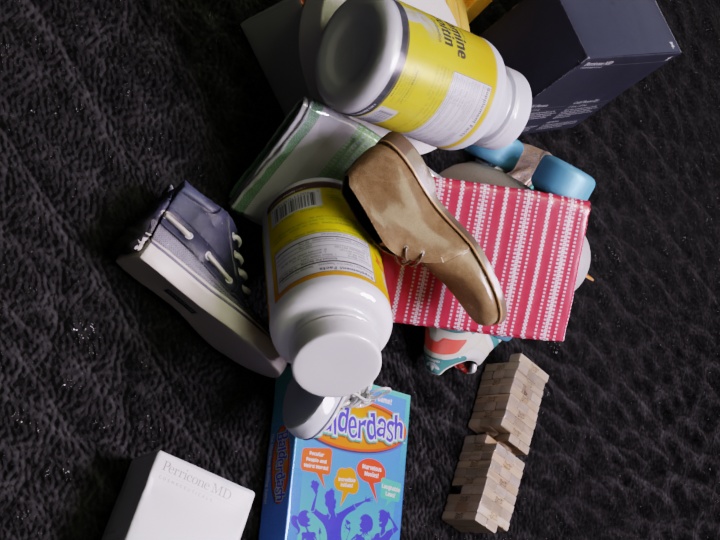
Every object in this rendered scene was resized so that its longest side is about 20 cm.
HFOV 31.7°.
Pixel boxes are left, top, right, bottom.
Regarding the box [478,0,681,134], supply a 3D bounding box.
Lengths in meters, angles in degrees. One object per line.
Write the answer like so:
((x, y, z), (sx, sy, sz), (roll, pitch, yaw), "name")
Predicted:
((0.235, -0.247, 1.473), (0.199, 0.182, 0.105), (-13, 75, -46), "box")

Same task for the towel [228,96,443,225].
((-0.010, -0.065, 1.221), (0.199, 0.149, 0.031), (30, 34, -19), "towel")

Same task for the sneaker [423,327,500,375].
((0.129, 0.061, 1.417), (0.199, 0.070, 0.094), (-17, 127, -55), "sneaker")

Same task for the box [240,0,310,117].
((-0.012, -0.197, 1.301), (0.124, 0.097, 0.201), (-38, 108, -40), "box")

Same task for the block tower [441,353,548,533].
((0.151, 0.195, 1.410), (0.054, 0.058, 0.201), (38, 60, -32), "block tower")

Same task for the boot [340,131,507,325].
((0.056, -0.022, 1.144), (0.075, 0.074, 0.200), (-39, 96, -24), "boot")

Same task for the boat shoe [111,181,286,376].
((-0.125, 0.006, 1.158), (0.200, 0.074, 0.093), (44, 62, -27), "boat shoe")

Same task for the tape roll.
((0.026, -0.208, 1.247), (0.202, 0.037, 0.204), (10, 75, -41), "tape roll")

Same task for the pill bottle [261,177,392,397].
((-0.031, 0.015, 1.137), (0.109, 0.109, 0.201), (36, 28, -33), "pill bottle")

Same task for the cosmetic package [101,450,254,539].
((-0.173, 0.263, 1.063), (0.101, 0.074, 0.201), (28, 64, -22), "cosmetic package")

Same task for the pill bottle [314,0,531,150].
((0.064, -0.176, 1.174), (0.199, 0.112, 0.113), (14, 72, -40), "pill bottle")

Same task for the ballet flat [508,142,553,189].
((0.138, -0.067, 1.433), (0.067, 0.068, 0.200), (41, 77, 20), "ballet flat")

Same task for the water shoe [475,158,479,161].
((0.203, -0.071, 1.493), (0.071, 0.079, 0.201), (-29, 102, -43), "water shoe")

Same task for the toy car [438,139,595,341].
((0.171, -0.028, 1.348), (0.200, 0.176, 0.185), (20, 99, -56), "toy car")

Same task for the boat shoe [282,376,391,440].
((-0.010, 0.100, 1.208), (0.086, 0.074, 0.202), (48, 33, -22), "boat shoe")

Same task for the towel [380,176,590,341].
((0.111, -0.012, 1.211), (0.199, 0.022, 0.146), (8, 102, -8), "towel")

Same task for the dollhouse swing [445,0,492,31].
((0.102, -0.361, 1.381), (0.200, 0.182, 0.176), (38, 17, -32), "dollhouse swing")

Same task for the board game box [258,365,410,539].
((-0.024, 0.207, 1.247), (0.152, 0.045, 0.201), (19, 68, -39), "board game box")
